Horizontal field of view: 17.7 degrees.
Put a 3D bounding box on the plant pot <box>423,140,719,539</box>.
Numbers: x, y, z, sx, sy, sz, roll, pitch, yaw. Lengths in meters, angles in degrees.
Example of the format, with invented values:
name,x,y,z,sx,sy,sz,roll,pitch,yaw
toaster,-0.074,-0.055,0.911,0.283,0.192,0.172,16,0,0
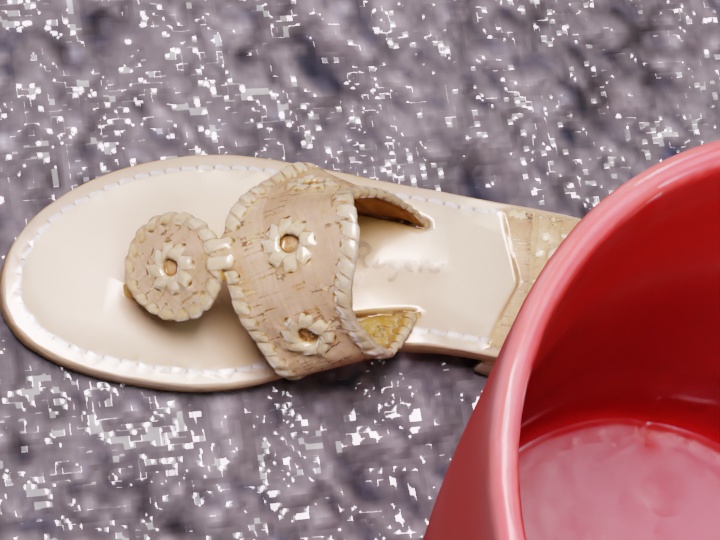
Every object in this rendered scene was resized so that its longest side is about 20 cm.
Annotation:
name,x,y,z,sx,sy,sz,roll,pitch,yaw
plant pot,0.105,0.083,0.647,0.200,0.177,0.200,4,72,-13

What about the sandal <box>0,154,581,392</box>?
name,x,y,z,sx,sy,sz,roll,pitch,yaw
sandal,0.000,-0.006,0.705,0.212,0.070,0.078,5,71,-14
